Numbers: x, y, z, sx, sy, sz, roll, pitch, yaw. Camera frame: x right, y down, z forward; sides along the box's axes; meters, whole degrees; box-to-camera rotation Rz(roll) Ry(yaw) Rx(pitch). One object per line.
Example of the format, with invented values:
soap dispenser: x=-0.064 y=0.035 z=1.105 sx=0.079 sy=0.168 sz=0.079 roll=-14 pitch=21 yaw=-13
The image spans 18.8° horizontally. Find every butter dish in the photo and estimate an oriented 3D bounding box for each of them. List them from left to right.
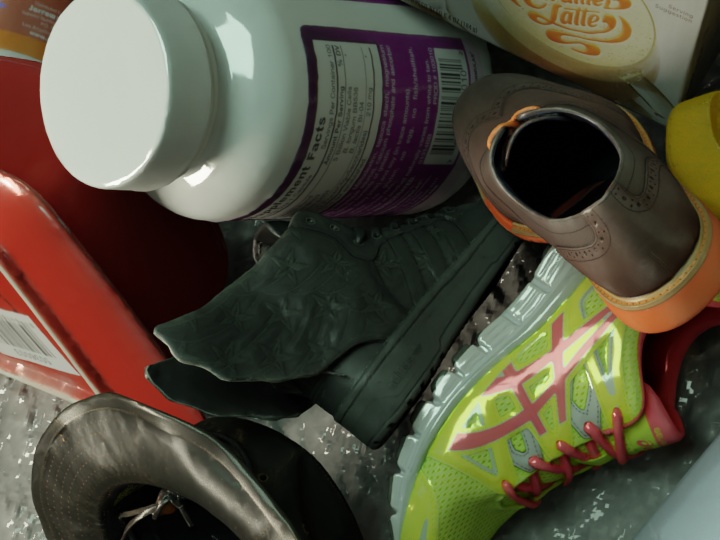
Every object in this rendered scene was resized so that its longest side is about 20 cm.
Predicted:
butter dish: x=-0.141 y=-0.036 z=1.045 sx=0.199 sy=0.200 sz=0.148 roll=17 pitch=59 yaw=39

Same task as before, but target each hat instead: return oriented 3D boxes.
hat: x=-0.048 y=0.125 z=0.945 sx=0.200 sy=0.202 sz=0.081 roll=17 pitch=38 yaw=36

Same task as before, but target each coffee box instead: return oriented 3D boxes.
coffee box: x=0.068 y=-0.158 z=0.920 sx=0.199 sy=0.115 sz=0.080 roll=27 pitch=62 yaw=12

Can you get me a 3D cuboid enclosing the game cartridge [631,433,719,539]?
game cartridge: x=0.196 y=0.137 z=0.840 sx=0.134 sy=0.041 sz=0.200 roll=-53 pitch=52 yaw=3

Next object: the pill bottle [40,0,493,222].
pill bottle: x=-0.040 y=-0.078 z=0.962 sx=0.112 sy=0.199 sz=0.113 roll=2 pitch=93 yaw=42

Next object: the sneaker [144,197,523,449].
sneaker: x=-0.001 y=0.002 z=0.944 sx=0.104 sy=0.060 sz=0.200 roll=33 pitch=52 yaw=4

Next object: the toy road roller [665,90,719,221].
toy road roller: x=0.201 y=-0.017 z=0.866 sx=0.145 sy=0.122 sz=0.202 roll=-17 pitch=57 yaw=40

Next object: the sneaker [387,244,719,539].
sneaker: x=0.089 y=0.059 z=0.920 sx=0.090 sy=0.078 sz=0.201 roll=37 pitch=93 yaw=27

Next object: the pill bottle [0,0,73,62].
pill bottle: x=-0.180 y=-0.170 z=1.172 sx=0.111 sy=0.112 sz=0.202 roll=-6 pitch=64 yaw=29

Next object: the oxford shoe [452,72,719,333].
oxford shoe: x=0.080 y=-0.049 z=0.885 sx=0.071 sy=0.073 sz=0.200 roll=-47 pitch=31 yaw=1
